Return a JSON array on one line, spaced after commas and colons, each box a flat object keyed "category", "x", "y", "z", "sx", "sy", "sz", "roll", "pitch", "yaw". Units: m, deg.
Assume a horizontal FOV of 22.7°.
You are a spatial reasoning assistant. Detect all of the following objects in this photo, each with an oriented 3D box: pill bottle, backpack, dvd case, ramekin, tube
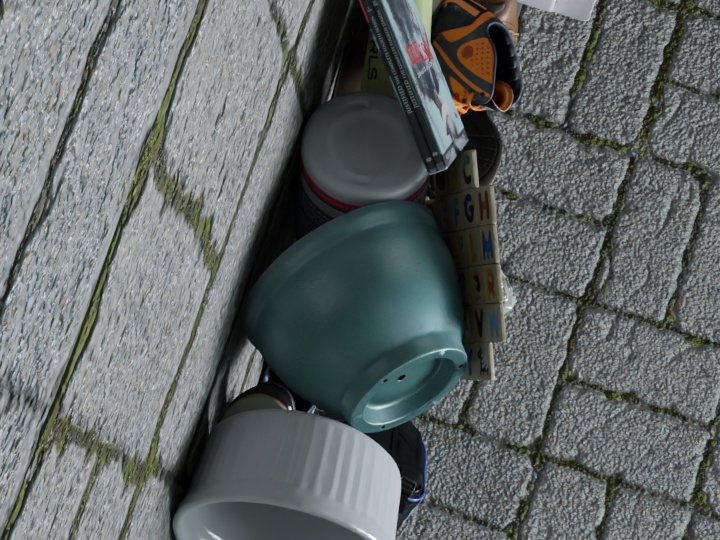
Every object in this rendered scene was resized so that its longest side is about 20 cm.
[{"category": "pill bottle", "x": -0.002, "y": -0.058, "z": 1.652, "sx": 0.201, "sy": 0.118, "sz": 0.120, "roll": 100, "pitch": 11, "yaw": -56}, {"category": "backpack", "x": -0.024, "y": 0.212, "z": 2.000, "sx": 0.147, "sy": 0.183, "sz": 0.200, "roll": -49, "pitch": -176, "yaw": 17}, {"category": "dvd case", "x": 0.041, "y": -0.191, "z": 1.560, "sx": 0.146, "sy": 0.022, "sz": 0.202, "roll": -50, "pitch": 120, "yaw": -73}, {"category": "ramekin", "x": -0.058, "y": 0.205, "z": 1.583, "sx": 0.201, "sy": 0.198, "sz": 0.098, "roll": 98, "pitch": 5, "yaw": -58}, {"category": "tube", "x": 0.037, "y": -0.221, "z": 1.651, "sx": 0.058, "sy": 0.051, "sz": 0.202, "roll": 12, "pitch": -83, "yaw": 60}]

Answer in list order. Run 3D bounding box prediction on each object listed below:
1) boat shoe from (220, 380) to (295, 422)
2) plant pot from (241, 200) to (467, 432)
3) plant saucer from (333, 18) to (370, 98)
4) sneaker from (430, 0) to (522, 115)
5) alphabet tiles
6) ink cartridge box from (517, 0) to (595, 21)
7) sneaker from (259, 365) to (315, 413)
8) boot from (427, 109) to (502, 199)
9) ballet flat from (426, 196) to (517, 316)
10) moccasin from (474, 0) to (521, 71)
[{"category": "boat shoe", "x": -0.090, "y": 0.153, "z": 1.677, "sx": 0.063, "sy": 0.071, "sz": 0.201, "roll": -54, "pitch": 169, "yaw": -33}, {"category": "plant pot", "x": 0.012, "y": 0.056, "z": 1.575, "sx": 0.199, "sy": 0.135, "sz": 0.201, "roll": -25, "pitch": 153, "yaw": -14}, {"category": "plant saucer", "x": 0.047, "y": -0.186, "z": 1.752, "sx": 0.200, "sy": 0.032, "sz": 0.202, "roll": -38, "pitch": 142, "yaw": -38}, {"category": "sneaker", "x": 0.081, "y": -0.152, "z": 1.688, "sx": 0.077, "sy": 0.112, "sz": 0.202, "roll": -7, "pitch": 120, "yaw": -55}, {"category": "alphabet tiles", "x": 0.091, "y": -0.003, "z": 1.606, "sx": 0.166, "sy": 0.006, "sz": 0.202, "roll": 173, "pitch": -88, "yaw": -73}, {"category": "ink cartridge box", "x": 0.174, "y": -0.360, "z": 1.969, "sx": 0.068, "sy": 0.198, "sz": 0.117, "roll": 100, "pitch": 10, "yaw": -55}, {"category": "sneaker", "x": -0.049, "y": 0.076, "z": 1.816, "sx": 0.085, "sy": 0.074, "sz": 0.202, "roll": 95, "pitch": 14, "yaw": -83}, {"category": "boot", "x": 0.093, "y": -0.099, "z": 1.895, "sx": 0.201, "sy": 0.072, "sz": 0.151, "roll": -96, "pitch": -163, "yaw": -48}, {"category": "ballet flat", "x": 0.074, "y": -0.025, "z": 1.719, "sx": 0.071, "sy": 0.200, "sz": 0.072, "roll": -20, "pitch": 131, "yaw": -25}, {"category": "moccasin", "x": 0.134, "y": -0.242, "z": 1.859, "sx": 0.201, "sy": 0.073, "sz": 0.079, "roll": 126, "pitch": -31, "yaw": -82}]
